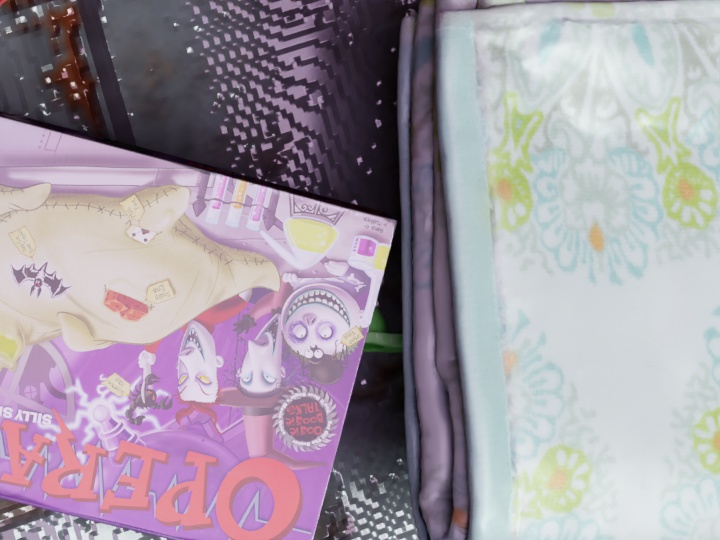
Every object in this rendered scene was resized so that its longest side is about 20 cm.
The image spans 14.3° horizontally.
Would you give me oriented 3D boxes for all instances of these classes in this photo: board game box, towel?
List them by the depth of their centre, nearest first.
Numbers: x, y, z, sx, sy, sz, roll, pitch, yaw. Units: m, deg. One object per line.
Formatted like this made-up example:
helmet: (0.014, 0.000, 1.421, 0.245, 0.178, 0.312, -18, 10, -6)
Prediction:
board game box: (-0.099, 0.015, 0.922, 0.200, 0.032, 0.120, 14, 96, -7)
towel: (0.094, 0.001, 0.961, 0.171, 0.048, 0.200, -1, 90, -30)

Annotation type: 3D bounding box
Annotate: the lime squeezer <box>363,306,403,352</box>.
lime squeezer: (0.000, 0.000, 0.964, 0.200, 0.038, 0.071, -37, 106, -9)

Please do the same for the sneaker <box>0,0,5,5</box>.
sneaker: (-0.148, -0.106, 0.886, 0.200, 0.077, 0.085, -38, 109, -9)
